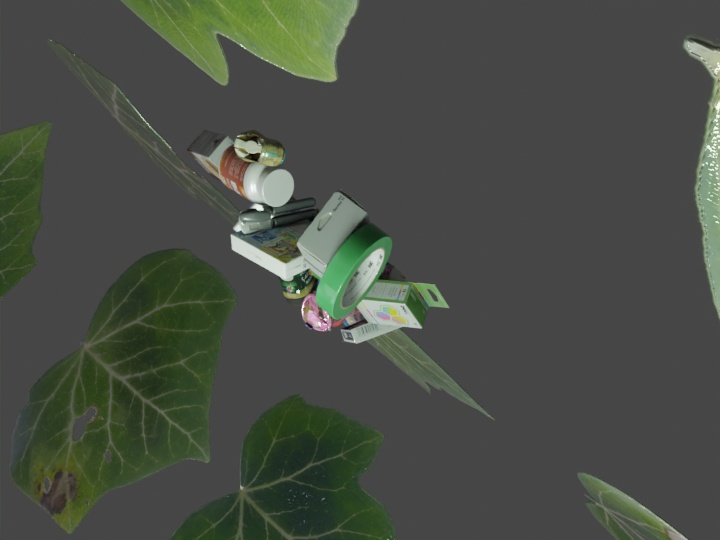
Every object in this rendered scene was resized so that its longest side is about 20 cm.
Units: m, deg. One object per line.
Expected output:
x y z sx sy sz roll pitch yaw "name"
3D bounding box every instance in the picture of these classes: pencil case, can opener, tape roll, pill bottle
-0.051 0.073 1.673 0.081 0.089 0.199 15 -159 27 "pencil case"
-0.186 -0.125 1.694 0.066 0.196 0.054 14 115 58 "can opener"
-0.011 0.003 1.504 0.048 0.202 0.201 36 170 16 "tape roll"
-0.238 -0.216 1.699 0.199 0.113 0.112 31 167 47 "pill bottle"

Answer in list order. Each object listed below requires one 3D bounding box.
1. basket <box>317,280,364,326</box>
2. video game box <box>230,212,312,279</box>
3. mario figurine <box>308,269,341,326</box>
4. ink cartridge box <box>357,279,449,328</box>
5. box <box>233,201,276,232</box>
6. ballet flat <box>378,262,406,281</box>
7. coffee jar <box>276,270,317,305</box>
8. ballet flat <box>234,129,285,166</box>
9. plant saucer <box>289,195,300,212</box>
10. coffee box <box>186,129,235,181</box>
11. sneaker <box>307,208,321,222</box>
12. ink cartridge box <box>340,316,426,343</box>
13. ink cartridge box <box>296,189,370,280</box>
-0.030 0.076 2.036 0.195 0.142 0.177 5 151 29 "basket"
-0.167 -0.062 1.686 0.197 0.180 0.048 26 126 38 "video game box"
-0.095 0.058 1.885 0.105 0.122 0.204 29 143 47 "mario figurine"
0.087 0.074 1.635 0.195 0.060 0.104 4 149 33 "ink cartridge box"
-0.234 -0.107 2.034 0.200 0.106 0.153 43 -164 -13 "box"
0.077 0.035 1.727 0.069 0.070 0.201 17 158 22 "ballet flat"
-0.175 -0.010 1.920 0.083 0.106 0.203 -1 131 20 "coffee jar"
-0.233 -0.265 1.585 0.198 0.071 0.071 24 162 51 "ballet flat"
-0.212 -0.186 1.881 0.198 0.051 0.200 39 177 2 "plant saucer"
-0.371 -0.298 1.962 0.115 0.080 0.199 47 169 -30 "coffee box"
-0.094 -0.078 1.847 0.085 0.079 0.200 38 170 9 "sneaker"
0.050 0.135 1.895 0.200 0.193 0.045 159 92 -77 "ink cartridge box"
-0.046 -0.056 1.549 0.082 0.148 0.200 35 170 16 "ink cartridge box"
